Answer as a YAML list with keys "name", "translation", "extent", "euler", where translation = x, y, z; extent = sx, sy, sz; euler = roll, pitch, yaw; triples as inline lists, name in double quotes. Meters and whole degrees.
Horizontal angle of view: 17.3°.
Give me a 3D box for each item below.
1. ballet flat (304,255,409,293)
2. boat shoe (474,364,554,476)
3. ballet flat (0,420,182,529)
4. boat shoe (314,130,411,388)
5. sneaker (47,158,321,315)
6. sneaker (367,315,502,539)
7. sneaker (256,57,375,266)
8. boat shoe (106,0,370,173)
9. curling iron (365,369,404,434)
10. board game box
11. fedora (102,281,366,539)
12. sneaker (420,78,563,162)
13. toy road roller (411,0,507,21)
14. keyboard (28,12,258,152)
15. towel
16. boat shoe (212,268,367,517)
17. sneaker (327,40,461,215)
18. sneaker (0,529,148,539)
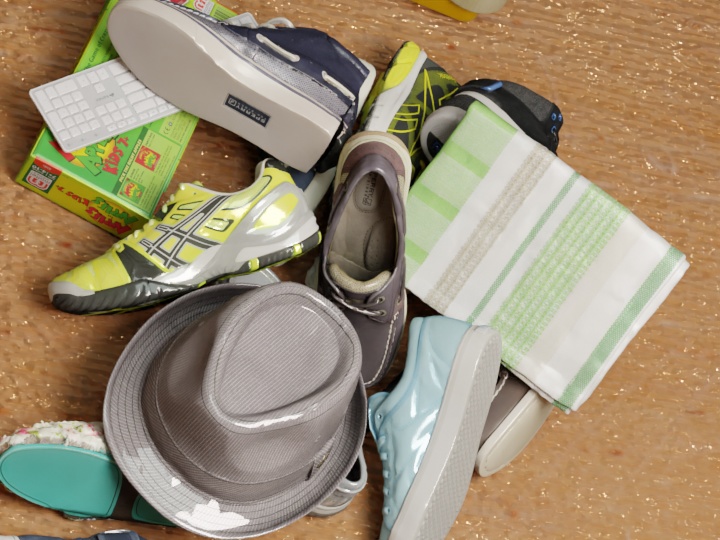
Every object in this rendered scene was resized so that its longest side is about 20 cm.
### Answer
- name: "ballet flat"
  translation: [0.037, -0.026, 1.818]
  extent: [0.200, 0.072, 0.072]
  euler: [-35, 84, -32]
- name: "boat shoe"
  translation: [0.131, 0.074, 1.815]
  extent: [0.059, 0.072, 0.200]
  euler: [33, 62, 17]
- name: "ballet flat"
  translation: [-0.166, 0.140, 1.658]
  extent: [0.199, 0.076, 0.064]
  euler: [16, 31, -22]
- name: "boat shoe"
  translation: [0.000, 0.000, 1.722]
  extent: [0.072, 0.201, 0.065]
  euler: [10, 24, 6]
- name: "sneaker"
  translation: [-0.132, -0.020, 1.705]
  extent: [0.199, 0.075, 0.077]
  euler: [-18, 88, -7]
- name: "sneaker"
  translation: [0.039, 0.129, 1.738]
  extent: [0.082, 0.074, 0.201]
  euler: [17, 84, 25]
- name: "sneaker"
  translation: [-0.058, -0.093, 1.804]
  extent: [0.084, 0.075, 0.200]
  euler: [24, 52, -4]
- name: "boat shoe"
  translation: [-0.087, -0.157, 1.753]
  extent: [0.200, 0.075, 0.093]
  euler: [34, 47, -6]
- name: "curling iron"
  translation: [0.051, 0.063, 1.802]
  extent: [0.200, 0.026, 0.050]
  euler: [-44, 131, -28]
- name: "board game box"
  translation: [-0.171, -0.130, 1.778]
  extent: [0.101, 0.048, 0.200]
  euler: [28, 58, -10]
- name: "fedora"
  translation: [-0.071, 0.080, 1.628]
  extent: [0.200, 0.090, 0.177]
  euler: [-33, 81, -35]
- name: "sneaker"
  translation: [0.144, -0.069, 1.814]
  extent: [0.200, 0.073, 0.112]
  euler: [49, 44, -5]
- name: "toy road roller"
  translation: [0.053, -0.312, 1.924]
  extent: [0.199, 0.123, 0.146]
  euler: [23, 49, -13]
- name: "keyboard"
  translation: [-0.149, -0.141, 1.759]
  extent: [0.200, 0.011, 0.056]
  euler: [-24, 79, -31]
- name: "towel"
  translation: [0.123, -0.010, 1.751]
  extent: [0.200, 0.031, 0.149]
  euler: [38, 99, 5]
- name: "boat shoe"
  translation: [-0.048, 0.079, 1.730]
  extent: [0.074, 0.065, 0.203]
  euler: [-12, 72, -29]
- name: "sneaker"
  translation: [0.038, -0.098, 1.827]
  extent: [0.084, 0.075, 0.200]
  euler: [27, 49, -6]
- name: "sneaker"
  translation: [-0.169, 0.269, 1.582]
  extent: [0.146, 0.077, 0.203]
  euler: [-1, 67, -22]
